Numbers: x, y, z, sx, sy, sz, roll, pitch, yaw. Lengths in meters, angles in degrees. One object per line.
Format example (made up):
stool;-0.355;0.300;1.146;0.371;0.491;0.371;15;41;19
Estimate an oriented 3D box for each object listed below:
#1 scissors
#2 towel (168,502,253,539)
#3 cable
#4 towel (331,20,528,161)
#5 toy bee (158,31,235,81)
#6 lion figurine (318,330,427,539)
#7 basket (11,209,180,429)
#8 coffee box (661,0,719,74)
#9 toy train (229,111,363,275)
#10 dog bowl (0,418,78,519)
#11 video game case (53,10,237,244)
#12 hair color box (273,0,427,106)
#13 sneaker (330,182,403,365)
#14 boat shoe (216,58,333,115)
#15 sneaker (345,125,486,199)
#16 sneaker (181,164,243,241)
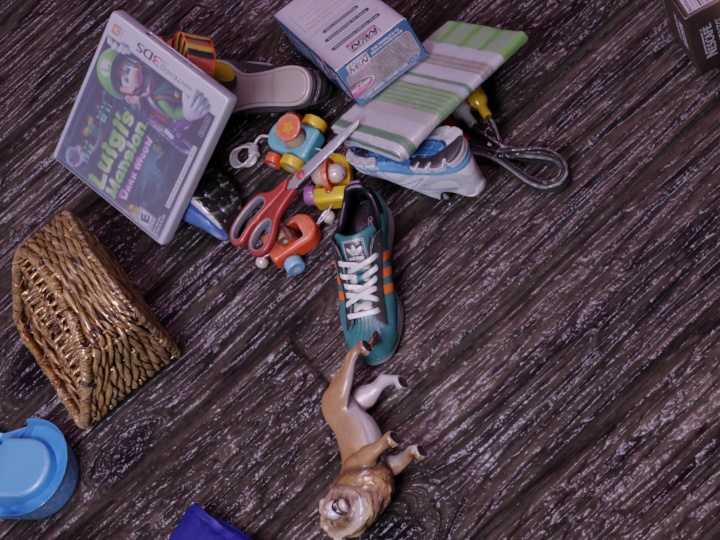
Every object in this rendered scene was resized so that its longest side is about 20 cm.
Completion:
scissors;-0.077;-0.101;1.683;0.200;0.014;0.073;-55;43;9
towel;-0.172;0.353;1.542;0.147;0.050;0.200;28;77;38
cable;0.137;-0.141;1.667;0.097;0.050;0.200;-44;55;-3
towel;0.077;-0.198;1.668;0.200;0.031;0.149;-43;33;-15
toy bee;-0.227;-0.237;1.777;0.200;0.131;0.109;-21;63;39
lion figurine;-0.003;0.169;1.553;0.122;0.072;0.200;-40;42;32
basket;-0.324;0.051;1.697;0.149;0.143;0.200;-38;57;-1
coffee box;0.423;-0.308;1.606;0.200;0.114;0.080;-28;58;7
toy train;-0.083;-0.101;1.732;0.150;0.056;0.200;-29;58;5
dog bowl;-0.403;0.226;1.694;0.199;0.050;0.112;-3;63;21
video game case;-0.247;-0.160;1.711;0.182;0.023;0.200;38;118;18
hair color box;-0.014;-0.272;1.751;0.100;0.061;0.200;-38;36;-2
sneaker;0.000;0.000;1.630;0.071;0.080;0.201;-12;64;16
boat shoe;-0.123;-0.216;1.811;0.200;0.057;0.067;6;92;35
sneaker;0.061;-0.113;1.675;0.075;0.087;0.200;-53;35;-13
sneaker;-0.222;-0.088;1.776;0.200;0.078;0.089;34;122;20
